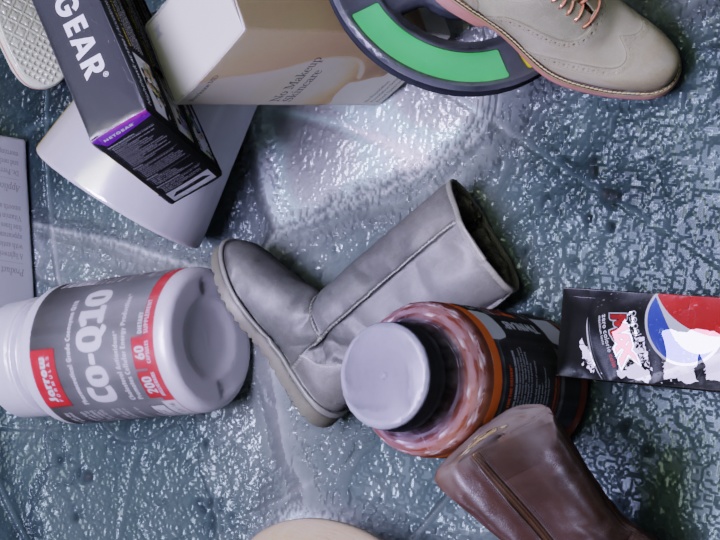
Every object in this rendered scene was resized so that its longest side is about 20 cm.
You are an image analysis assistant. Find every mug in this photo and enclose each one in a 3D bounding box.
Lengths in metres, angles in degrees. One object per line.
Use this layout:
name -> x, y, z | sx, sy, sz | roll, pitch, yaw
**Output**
mug -> -0.167, -0.130, 1.709 | 0.186, 0.149, 0.154 | 34, 96, 25

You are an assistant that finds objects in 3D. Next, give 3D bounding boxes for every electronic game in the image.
electronic game -> 0.071, -0.218, 1.549 | 0.198, 0.042, 0.202 | 3, 71, -9

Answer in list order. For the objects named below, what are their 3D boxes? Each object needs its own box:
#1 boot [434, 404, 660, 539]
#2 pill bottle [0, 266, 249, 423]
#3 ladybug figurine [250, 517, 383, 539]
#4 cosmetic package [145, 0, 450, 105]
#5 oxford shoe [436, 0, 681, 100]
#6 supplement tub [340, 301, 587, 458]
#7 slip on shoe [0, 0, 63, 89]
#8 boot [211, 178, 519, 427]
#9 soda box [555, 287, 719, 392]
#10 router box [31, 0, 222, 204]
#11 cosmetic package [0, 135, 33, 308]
boot -> 0.098, 0.187, 1.464 | 0.186, 0.200, 0.064 | -33, 35, 18
pill bottle -> -0.197, 0.063, 1.723 | 0.199, 0.114, 0.115 | -8, 81, 33
ladybug figurine -> -0.010, 0.255, 1.603 | 0.199, 0.072, 0.137 | 23, 99, 33
cosmetic package -> -0.044, -0.175, 1.580 | 0.105, 0.199, 0.071 | -41, 63, 44
oxford shoe -> 0.137, -0.178, 1.493 | 0.199, 0.074, 0.071 | 24, 75, -6
supplement tub -> 0.069, 0.076, 1.490 | 0.106, 0.200, 0.108 | -4, 83, 32
slip on shoe -> -0.296, -0.245, 1.856 | 0.201, 0.074, 0.061 | 69, 154, 12
boot -> 0.001, -0.001, 1.622 | 0.200, 0.072, 0.182 | -44, 77, 30
soda box -> 0.234, 0.050, 1.459 | 0.199, 0.071, 0.064 | 3, 86, 34
router box -> -0.181, -0.162, 1.571 | 0.051, 0.149, 0.201 | -28, 68, 8
cosmetic package -> -0.389, -0.011, 1.828 | 0.164, 0.164, 0.202 | -10, 79, 33
